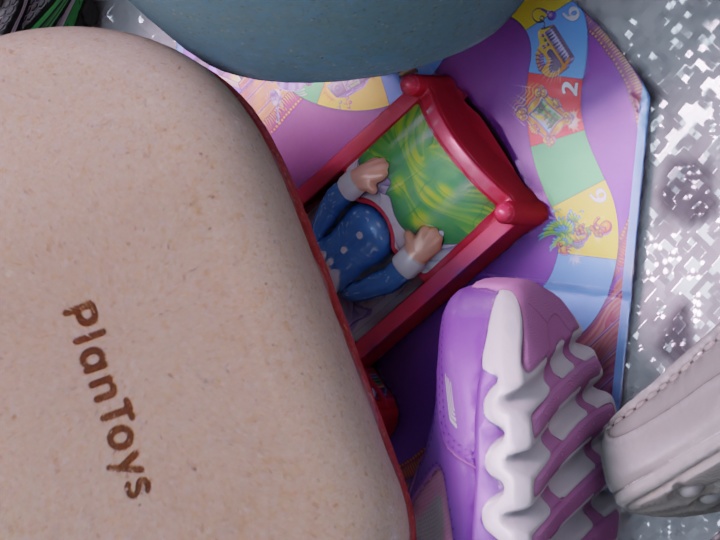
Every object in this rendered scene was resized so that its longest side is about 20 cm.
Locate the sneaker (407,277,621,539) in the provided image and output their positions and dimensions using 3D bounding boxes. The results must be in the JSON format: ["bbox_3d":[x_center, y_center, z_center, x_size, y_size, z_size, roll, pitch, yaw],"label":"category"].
[{"bbox_3d":[0.024,0.101,0.753,0.088,0.080,0.201,4,99,27],"label":"sneaker"}]

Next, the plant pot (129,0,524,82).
[{"bbox_3d":[-0.010,-0.130,0.727,0.200,0.200,0.135,4,118,25],"label":"plant pot"}]

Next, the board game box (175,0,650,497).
[{"bbox_3d":[0.000,0.000,0.790,0.158,0.039,0.201,7,95,25],"label":"board game box"}]

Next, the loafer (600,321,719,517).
[{"bbox_3d":[0.143,-0.002,0.713,0.200,0.070,0.070,-36,62,20],"label":"loafer"}]

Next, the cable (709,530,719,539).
[{"bbox_3d":[0.163,0.047,0.685,0.200,0.097,0.050,-35,57,20],"label":"cable"}]

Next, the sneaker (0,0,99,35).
[{"bbox_3d":[-0.103,-0.123,0.814,0.078,0.085,0.200,23,100,23],"label":"sneaker"}]

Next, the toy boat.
[{"bbox_3d":[-0.069,0.035,0.740,0.130,0.131,0.200,-19,81,-7],"label":"toy boat"}]
